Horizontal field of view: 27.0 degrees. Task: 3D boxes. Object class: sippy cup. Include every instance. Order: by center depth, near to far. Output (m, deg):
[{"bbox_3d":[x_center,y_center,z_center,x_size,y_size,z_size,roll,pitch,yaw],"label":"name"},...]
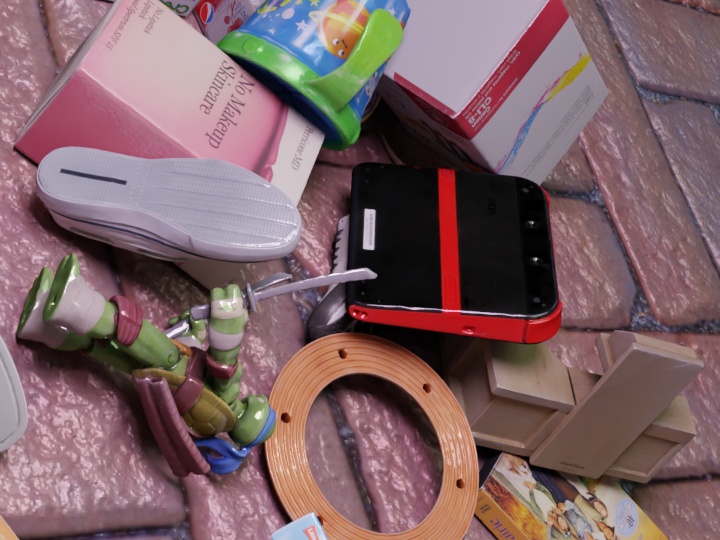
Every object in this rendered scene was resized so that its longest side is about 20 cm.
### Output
[{"bbox_3d":[-0.031,-0.190,1.230,0.177,0.131,0.140,28,-13,26],"label":"sippy cup"}]

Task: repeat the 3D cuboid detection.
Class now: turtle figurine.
[{"bbox_3d":[-0.129,0.030,1.068,0.193,0.200,0.144,25,12,-23],"label":"turtle figurine"}]

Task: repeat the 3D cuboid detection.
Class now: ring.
[{"bbox_3d":[0.009,0.145,1.182,0.200,0.019,0.201,15,59,-27],"label":"ring"}]

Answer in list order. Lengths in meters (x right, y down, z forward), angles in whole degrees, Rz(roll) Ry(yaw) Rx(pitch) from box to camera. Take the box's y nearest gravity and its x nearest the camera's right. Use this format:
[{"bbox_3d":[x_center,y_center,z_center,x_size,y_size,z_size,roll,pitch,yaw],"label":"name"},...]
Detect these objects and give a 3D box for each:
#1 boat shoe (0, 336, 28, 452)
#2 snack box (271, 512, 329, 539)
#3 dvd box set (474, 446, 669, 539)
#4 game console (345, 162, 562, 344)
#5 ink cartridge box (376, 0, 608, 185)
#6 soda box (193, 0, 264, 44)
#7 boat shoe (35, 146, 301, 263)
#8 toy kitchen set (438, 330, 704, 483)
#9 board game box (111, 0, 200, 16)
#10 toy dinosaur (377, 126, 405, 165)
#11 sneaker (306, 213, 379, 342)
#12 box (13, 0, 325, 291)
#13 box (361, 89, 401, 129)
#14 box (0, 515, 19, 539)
[{"bbox_3d":[-0.282,0.028,0.974,0.200,0.075,0.060,60,-2,-12],"label":"boat shoe"},{"bbox_3d":[-0.001,0.269,1.033,0.037,0.116,0.201,-26,77,-6],"label":"snack box"},{"bbox_3d":[0.188,0.225,1.310,0.200,0.029,0.146,48,39,-4],"label":"dvd box set"},{"bbox_3d":[0.077,-0.018,1.253,0.176,0.031,0.200,4,40,-2],"label":"game console"},{"bbox_3d":[0.109,-0.179,1.349,0.145,0.145,0.200,36,-3,31],"label":"ink cartridge box"},{"bbox_3d":[-0.055,-0.240,1.396,0.200,0.070,0.064,-8,65,-47],"label":"soda box"},{"bbox_3d":[-0.138,-0.043,1.102,0.199,0.067,0.074,17,62,8],"label":"boat shoe"},{"bbox_3d":[0.194,0.054,1.299,0.199,0.163,0.181,15,44,-22],"label":"toy kitchen set"},{"bbox_3d":[-0.238,-0.294,1.288,0.199,0.035,0.127,5,57,-42],"label":"board game box"},{"bbox_3d":[0.096,-0.059,1.431,0.200,0.061,0.106,28,10,-22],"label":"toy dinosaur"},{"bbox_3d":[0.000,0.000,1.283,0.080,0.074,0.200,28,41,13],"label":"sneaker"},{"bbox_3d":[-0.146,-0.103,1.174,0.200,0.109,0.128,37,41,-17],"label":"box"},{"bbox_3d":[0.034,-0.217,1.399,0.044,0.161,0.200,31,28,31],"label":"box"},{"bbox_3d":[-0.285,0.162,0.846,0.200,0.097,0.124,52,39,0],"label":"box"}]
